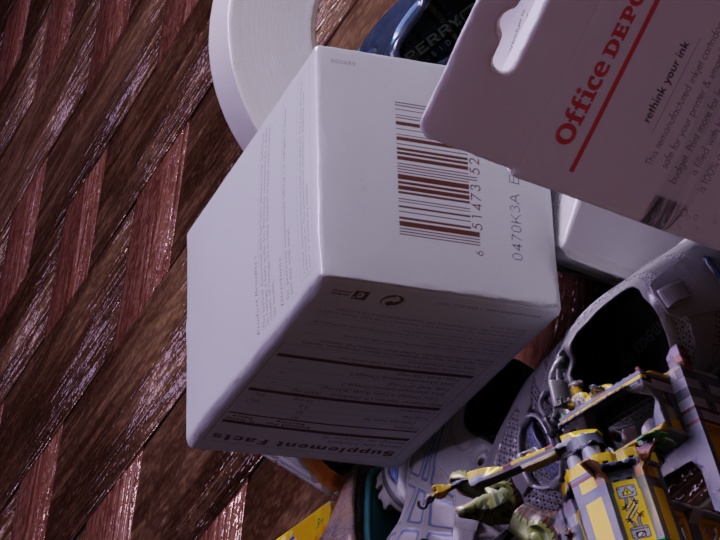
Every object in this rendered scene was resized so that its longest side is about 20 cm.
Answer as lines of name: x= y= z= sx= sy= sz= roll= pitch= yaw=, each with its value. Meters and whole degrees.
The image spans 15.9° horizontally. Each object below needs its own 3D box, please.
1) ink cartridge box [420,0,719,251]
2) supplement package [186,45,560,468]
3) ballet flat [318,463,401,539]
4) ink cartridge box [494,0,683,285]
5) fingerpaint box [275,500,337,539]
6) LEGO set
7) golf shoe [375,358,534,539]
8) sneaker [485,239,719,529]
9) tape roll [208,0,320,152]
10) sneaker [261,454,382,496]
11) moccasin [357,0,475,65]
ink cartridge box: x=0.128 y=-0.081 z=1.012 sx=0.067 sy=0.199 sz=0.116 roll=-106 pitch=39 yaw=-62
supplement package: x=0.000 y=0.000 z=1.198 sx=0.200 sy=0.116 sz=0.118 roll=131 pitch=141 yaw=-58
ballet flat: x=-0.002 y=0.188 z=1.275 sx=0.067 sy=0.068 sz=0.201 roll=-23 pitch=51 yaw=15
ink cartridge box: x=0.115 y=-0.072 z=1.231 sx=0.147 sy=0.083 sz=0.200 roll=-71 pitch=19 yaw=0
fingerpaint box: x=-0.039 y=0.238 z=1.399 sx=0.200 sy=0.073 sz=0.168 roll=140 pitch=145 yaw=-58
LEGO set: x=0.068 y=0.099 z=1.023 sx=0.200 sy=0.153 sz=0.117 roll=-40 pitch=54 yaw=36
golf shoe: x=0.054 y=0.124 z=1.241 sx=0.097 sy=0.078 sz=0.201 roll=-50 pitch=27 yaw=35
sneaker: x=0.100 y=0.050 z=1.118 sx=0.075 sy=0.082 sz=0.200 roll=54 pitch=133 yaw=23
tape roll: x=0.018 y=-0.121 z=1.388 sx=0.037 sy=0.201 sz=0.204 roll=155 pitch=131 yaw=-67
sneaker: x=-0.016 y=0.075 z=1.364 sx=0.078 sy=0.078 sz=0.200 roll=-59 pitch=-24 yaw=0
moccasin: x=0.081 y=-0.150 z=1.356 sx=0.200 sy=0.080 sz=0.068 roll=-49 pitch=6 yaw=-19
